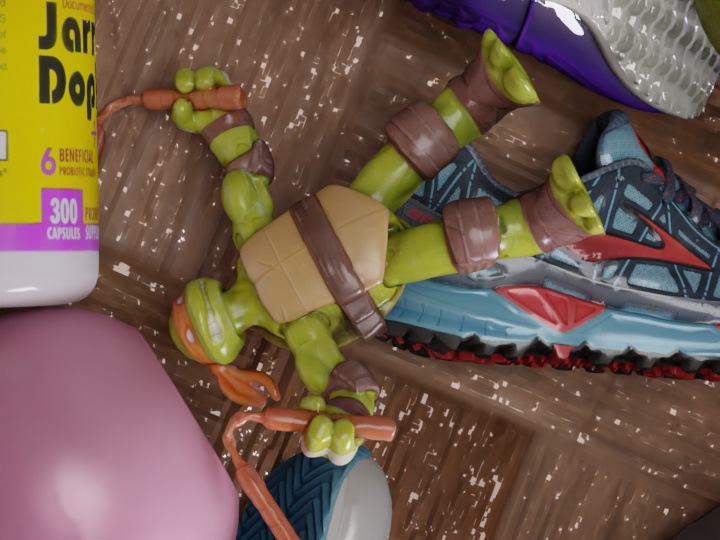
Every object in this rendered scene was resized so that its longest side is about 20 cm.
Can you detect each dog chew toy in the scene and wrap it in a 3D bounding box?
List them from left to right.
[{"bbox_3d":[-0.141,0.100,0.974,0.200,0.125,0.125,-32,100,-6],"label":"dog chew toy"}]

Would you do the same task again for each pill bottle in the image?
[{"bbox_3d":[-0.139,-0.088,0.974,0.104,0.104,0.201,-1,91,-17],"label":"pill bottle"}]

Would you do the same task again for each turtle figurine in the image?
[{"bbox_3d":[0.000,0.000,1.001,0.161,0.064,0.200,-28,58,5],"label":"turtle figurine"}]

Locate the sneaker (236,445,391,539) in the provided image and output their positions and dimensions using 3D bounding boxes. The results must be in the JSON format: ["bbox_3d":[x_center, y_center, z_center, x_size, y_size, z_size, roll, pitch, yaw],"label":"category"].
[{"bbox_3d":[-0.011,0.159,1.040,0.081,0.076,0.201,6,96,-24],"label":"sneaker"}]

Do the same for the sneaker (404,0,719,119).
[{"bbox_3d":[0.052,-0.114,1.048,0.200,0.099,0.070,25,83,-46],"label":"sneaker"}]

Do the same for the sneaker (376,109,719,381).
[{"bbox_3d":[0.104,-0.010,1.064,0.199,0.079,0.096,5,88,-17],"label":"sneaker"}]

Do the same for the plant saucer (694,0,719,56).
[{"bbox_3d":[0.198,-0.129,1.069,0.200,0.048,0.200,35,79,-49],"label":"plant saucer"}]

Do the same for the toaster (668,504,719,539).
[{"bbox_3d":[0.164,0.136,1.058,0.200,0.129,0.114,-36,101,-12],"label":"toaster"}]
